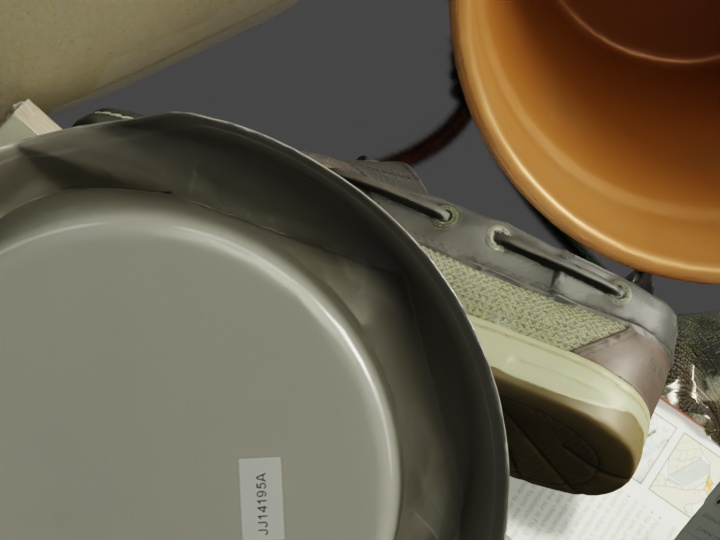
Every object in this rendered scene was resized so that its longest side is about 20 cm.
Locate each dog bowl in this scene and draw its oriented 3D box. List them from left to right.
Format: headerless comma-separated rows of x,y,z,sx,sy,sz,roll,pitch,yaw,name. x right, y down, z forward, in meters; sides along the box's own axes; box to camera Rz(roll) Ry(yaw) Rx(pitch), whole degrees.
-0.062,0.054,0.635,0.199,0.059,0.201,0,98,-3,dog bowl

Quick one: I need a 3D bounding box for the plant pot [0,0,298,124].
-0.146,-0.105,0.693,0.200,0.187,0.188,-37,90,-23,plant pot

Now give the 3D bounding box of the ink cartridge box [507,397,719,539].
0.050,0.079,0.747,0.200,0.050,0.109,35,72,4,ink cartridge box

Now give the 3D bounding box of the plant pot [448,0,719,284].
0.125,-0.113,0.822,0.200,0.200,0.140,33,18,-14,plant pot

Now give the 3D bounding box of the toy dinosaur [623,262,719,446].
0.133,0.052,0.834,0.199,0.077,0.103,13,77,-21,toy dinosaur

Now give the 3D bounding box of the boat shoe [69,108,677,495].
0.000,0.000,0.708,0.199,0.073,0.065,27,57,7,boat shoe

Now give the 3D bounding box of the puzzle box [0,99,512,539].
-0.068,0.064,0.689,0.200,0.133,0.025,43,14,-8,puzzle box

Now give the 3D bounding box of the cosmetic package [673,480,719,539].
0.131,0.183,0.688,0.200,0.052,0.151,43,86,-21,cosmetic package
